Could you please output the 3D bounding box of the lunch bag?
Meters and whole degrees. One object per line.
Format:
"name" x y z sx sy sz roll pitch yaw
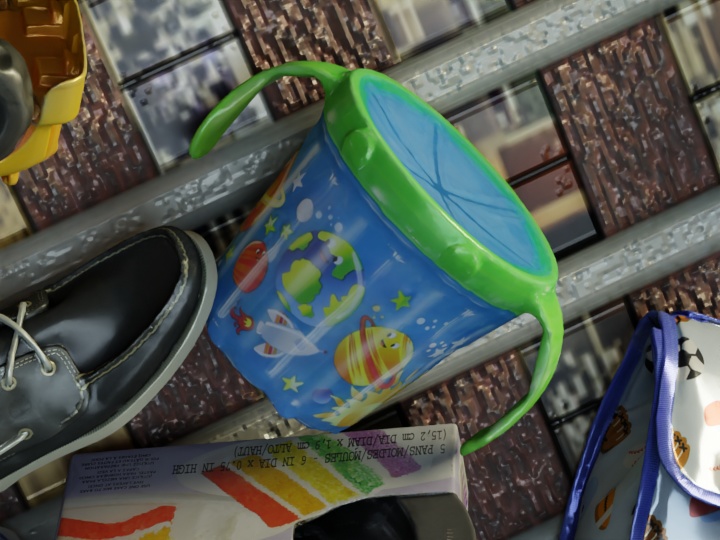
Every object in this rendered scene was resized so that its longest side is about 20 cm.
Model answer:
"lunch bag" 0.192 0.132 1.391 0.169 0.124 0.201 15 91 -16

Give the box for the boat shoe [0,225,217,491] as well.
"boat shoe" -0.151 0.047 1.291 0.199 0.072 0.068 -35 151 12

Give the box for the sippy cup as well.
"sippy cup" 0.000 0.000 1.305 0.130 0.178 0.139 -45 139 16

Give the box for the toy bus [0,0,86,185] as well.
"toy bus" -0.227 -0.043 1.246 0.199 0.136 0.193 -1 121 -14

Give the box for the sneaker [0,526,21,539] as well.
"sneaker" -0.216 0.217 1.323 0.200 0.080 0.115 -56 154 9

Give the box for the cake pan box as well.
"cake pan box" -0.044 0.150 1.282 0.199 0.185 0.053 -4 127 8
